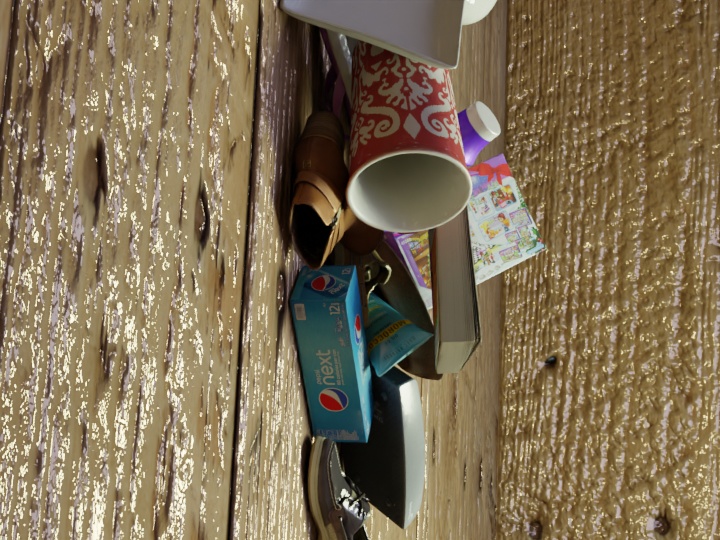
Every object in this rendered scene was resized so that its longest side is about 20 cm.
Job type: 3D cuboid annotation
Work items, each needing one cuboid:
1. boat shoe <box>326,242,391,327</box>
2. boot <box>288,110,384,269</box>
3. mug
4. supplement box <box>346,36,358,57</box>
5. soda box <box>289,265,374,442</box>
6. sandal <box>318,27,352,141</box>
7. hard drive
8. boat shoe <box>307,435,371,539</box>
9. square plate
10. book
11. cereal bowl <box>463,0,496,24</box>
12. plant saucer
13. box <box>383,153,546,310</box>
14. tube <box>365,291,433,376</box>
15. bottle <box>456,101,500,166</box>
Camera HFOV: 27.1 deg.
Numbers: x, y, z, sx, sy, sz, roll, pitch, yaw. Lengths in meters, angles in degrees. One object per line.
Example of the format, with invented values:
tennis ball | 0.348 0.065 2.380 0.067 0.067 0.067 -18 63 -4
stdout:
boat shoe | 0.000 0.000 1.773 0.072 0.075 0.201 78 16 -45
boot | -0.027 -0.055 1.629 0.156 0.076 0.201 -81 163 -46
mug | 0.037 -0.149 1.635 0.178 0.132 0.201 127 -32 -46
supplement box | 0.021 -0.269 1.925 0.200 0.060 0.110 55 36 -72
soda box | -0.029 0.095 1.658 0.068 0.063 0.202 -75 162 -54
sandal | -0.027 -0.208 1.731 0.082 0.049 0.205 -115 -170 -82
hard drive | 0.026 0.194 1.783 0.042 0.135 0.202 -20 122 -30
boat shoe | -0.019 0.274 1.701 0.072 0.064 0.202 -68 154 -58
square plate | 0.018 -0.307 1.630 0.029 0.198 0.199 117 -12 -45
book | 0.098 0.003 1.701 0.134 0.048 0.202 101 -14 -71
cereal bowl | 0.077 -0.368 1.922 0.084 0.199 0.200 -66 171 7
plant saucer | 0.043 0.054 1.885 0.201 0.036 0.201 59 -14 23
box | 0.126 -0.048 1.891 0.138 0.199 0.039 65 -26 -1
tube | 0.025 0.072 1.756 0.050 0.077 0.200 50 -3 -22
bottle | 0.074 -0.124 1.756 0.083 0.199 0.066 27 37 -42
